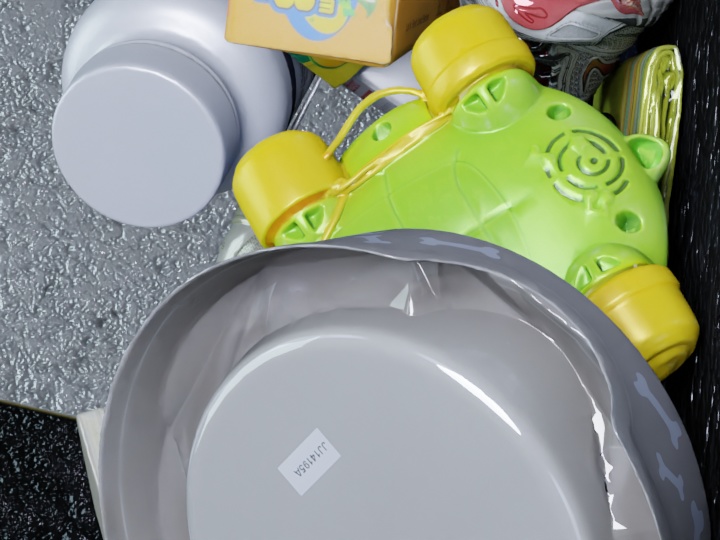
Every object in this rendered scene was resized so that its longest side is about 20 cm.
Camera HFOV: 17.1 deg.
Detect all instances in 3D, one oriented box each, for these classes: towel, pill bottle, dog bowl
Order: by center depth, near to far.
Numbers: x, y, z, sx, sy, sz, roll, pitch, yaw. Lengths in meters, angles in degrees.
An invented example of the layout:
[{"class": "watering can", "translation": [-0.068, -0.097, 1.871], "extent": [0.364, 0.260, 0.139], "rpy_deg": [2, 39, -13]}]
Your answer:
[{"class": "dog bowl", "translation": [0.016, 0.079, 0.727], "extent": [0.059, 0.199, 0.202], "rpy_deg": [-30, -50, -54]}, {"class": "towel", "translation": [0.105, -0.041, 0.937], "extent": [0.200, 0.018, 0.087], "rpy_deg": [-88, 5, -87]}, {"class": "pill bottle", "translation": [-0.079, -0.104, 1.145], "extent": [0.200, 0.110, 0.112], "rpy_deg": [-67, -17, -58]}]

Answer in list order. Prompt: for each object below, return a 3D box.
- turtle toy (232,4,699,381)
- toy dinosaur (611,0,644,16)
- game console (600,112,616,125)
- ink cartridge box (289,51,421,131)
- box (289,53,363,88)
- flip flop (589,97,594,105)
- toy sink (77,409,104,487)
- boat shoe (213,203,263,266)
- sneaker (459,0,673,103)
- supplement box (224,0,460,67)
[{"class": "turtle toy", "translation": [0.024, 0.015, 0.821], "extent": [0.146, 0.199, 0.101], "rpy_deg": [60, -169, 22]}, {"class": "toy dinosaur", "translation": [0.045, -0.154, 0.793], "extent": [0.201, 0.105, 0.181], "rpy_deg": [-67, 11, -25]}, {"class": "game console", "translation": [0.000, 0.000, 0.984], "extent": [0.200, 0.174, 0.117], "rpy_deg": [-177, 84, -80]}, {"class": "ink cartridge box", "translation": [0.040, -0.133, 1.190], "extent": [0.201, 0.067, 0.116], "rpy_deg": [-57, 2, 1]}, {"class": "box", "translation": [0.041, -0.184, 1.087], "extent": [0.200, 0.048, 0.118], "rpy_deg": [-35, 39, 28]}, {"class": "flip flop", "translation": [0.085, -0.089, 1.107], "extent": [0.081, 0.057, 0.201], "rpy_deg": [32, 117, 47]}, {"class": "toy sink", "translation": [-0.045, 0.159, 1.082], "extent": [0.131, 0.111, 0.201], "rpy_deg": [94, 158, -63]}, {"class": "boat shoe", "translation": [0.014, 0.021, 1.149], "extent": [0.065, 0.199, 0.072], "rpy_deg": [-63, -29, -13]}, {"class": "sneaker", "translation": [0.071, -0.088, 0.912], "extent": [0.083, 0.077, 0.200], "rpy_deg": [-63, -7, 4]}, {"class": "supplement box", "translation": [0.004, -0.124, 0.909], "extent": [0.200, 0.068, 0.067], "rpy_deg": [-52, -30, -76]}]
